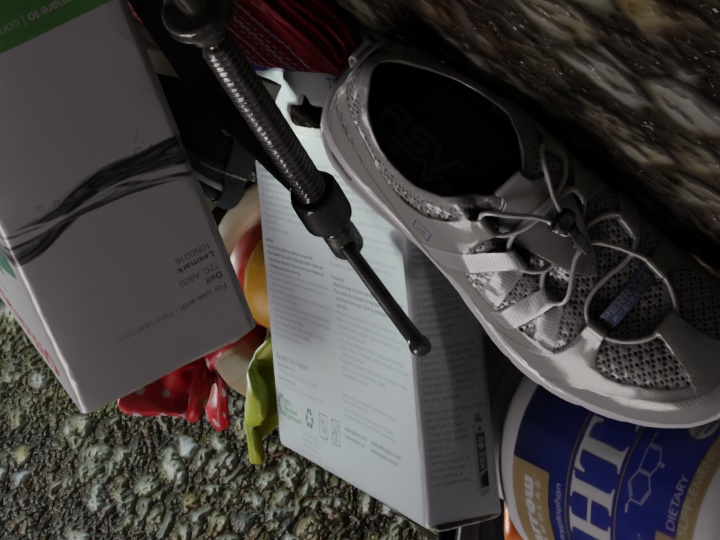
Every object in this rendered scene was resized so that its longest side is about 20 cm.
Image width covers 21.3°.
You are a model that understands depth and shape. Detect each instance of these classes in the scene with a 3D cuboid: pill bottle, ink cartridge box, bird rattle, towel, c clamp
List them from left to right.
[{"bbox_3d":[-0.131,-0.063,0.770,0.146,0.084,0.201,40,154,58],"label":"ink cartridge box"},{"bbox_3d":[-0.089,-0.137,0.816,0.144,0.023,0.200,41,170,-26],"label":"towel"},{"bbox_3d":[-0.048,-0.073,0.750,0.171,0.027,0.200,48,175,43],"label":"c clamp"},{"bbox_3d":[-0.048,0.026,1.087,0.112,0.164,0.200,14,-175,-33],"label":"bird rattle"},{"bbox_3d":[0.000,0.000,0.882,0.199,0.040,0.202,-162,64,-68],"label":"ink cartridge box"},{"bbox_3d":[0.128,0.083,0.807,0.120,0.120,0.200,41,169,-32],"label":"pill bottle"}]

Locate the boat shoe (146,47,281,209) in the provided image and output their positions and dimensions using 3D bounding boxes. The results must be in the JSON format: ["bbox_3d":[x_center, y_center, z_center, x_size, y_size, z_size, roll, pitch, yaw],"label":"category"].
[{"bbox_3d":[-0.130,-0.080,0.910,0.199,0.068,0.072,17,-170,31],"label":"boat shoe"}]

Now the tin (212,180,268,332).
[{"bbox_3d":[-0.028,0.036,1.188,0.201,0.042,0.112,57,-176,8],"label":"tin"}]

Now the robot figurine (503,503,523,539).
[{"bbox_3d":[0.160,0.145,0.997,0.199,0.144,0.117,33,-174,-34],"label":"robot figurine"}]

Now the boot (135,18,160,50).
[{"bbox_3d":[-0.138,-0.048,1.033,0.073,0.154,0.204,35,170,4],"label":"boot"}]

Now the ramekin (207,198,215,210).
[{"bbox_3d":[-0.162,-0.036,1.387,0.202,0.094,0.202,36,172,6],"label":"ramekin"}]

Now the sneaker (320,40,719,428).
[{"bbox_3d":[0.062,-0.012,0.710,0.199,0.075,0.082,36,173,9],"label":"sneaker"}]

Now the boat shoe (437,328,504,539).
[{"bbox_3d":[0.056,0.092,1.038,0.075,0.062,0.201,-104,4,-69],"label":"boat shoe"}]
